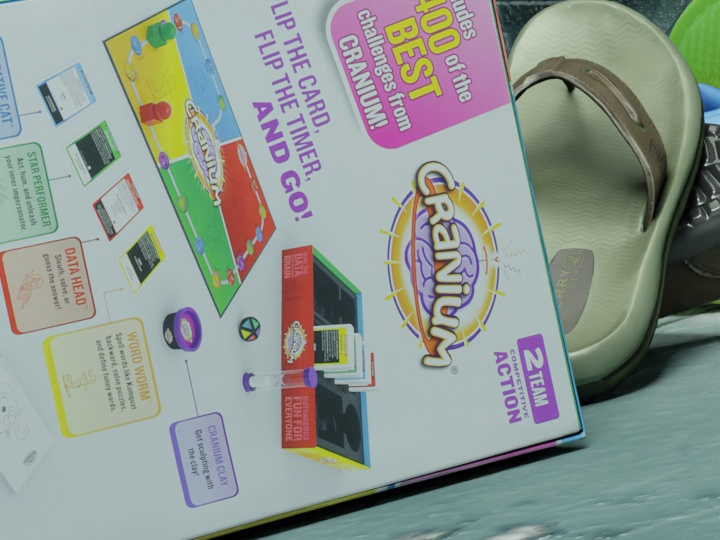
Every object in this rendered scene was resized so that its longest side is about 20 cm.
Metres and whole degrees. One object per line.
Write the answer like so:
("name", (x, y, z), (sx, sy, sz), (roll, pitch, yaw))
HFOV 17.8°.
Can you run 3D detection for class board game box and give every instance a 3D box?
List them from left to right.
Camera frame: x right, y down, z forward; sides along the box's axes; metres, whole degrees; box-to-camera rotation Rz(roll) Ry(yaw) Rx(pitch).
("board game box", (-0.045, -0.004, 0.629), (0.199, 0.154, 0.040), (-12, 1, -26))

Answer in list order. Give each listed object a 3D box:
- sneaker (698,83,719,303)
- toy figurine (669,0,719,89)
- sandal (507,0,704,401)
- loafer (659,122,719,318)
("sneaker", (0.124, -0.034, 1.032), (0.199, 0.106, 0.076), (-8, 4, 43))
("toy figurine", (0.154, -0.045, 1.172), (0.184, 0.150, 0.200), (-27, -9, -44))
("sandal", (0.078, -0.038, 0.814), (0.079, 0.057, 0.201), (-11, 38, 18))
("loafer", (0.066, 0.013, 0.873), (0.199, 0.071, 0.073), (-18, 45, 12))
